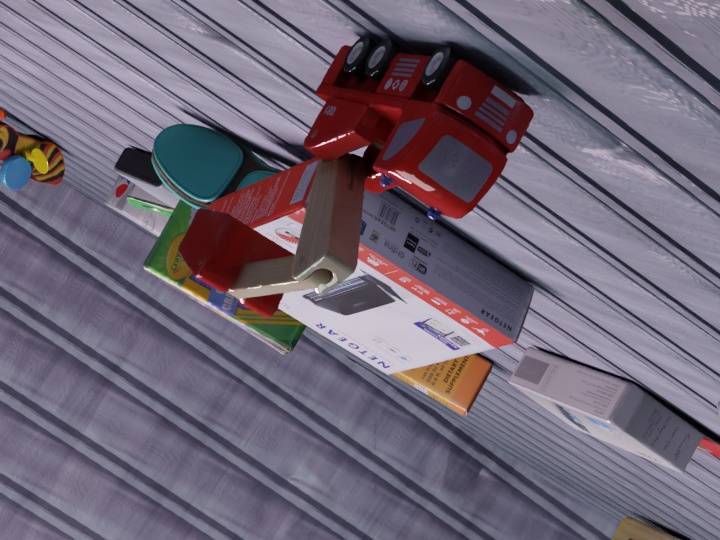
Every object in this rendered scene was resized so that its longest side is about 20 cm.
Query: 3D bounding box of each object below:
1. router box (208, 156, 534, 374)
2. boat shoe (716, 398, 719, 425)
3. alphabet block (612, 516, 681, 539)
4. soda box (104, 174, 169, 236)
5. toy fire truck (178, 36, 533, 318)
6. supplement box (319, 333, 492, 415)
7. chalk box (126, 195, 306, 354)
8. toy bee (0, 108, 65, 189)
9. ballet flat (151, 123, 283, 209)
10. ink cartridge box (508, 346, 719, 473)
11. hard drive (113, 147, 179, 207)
[{"bbox_3d":[0.000,0.000,1.612,0.199,0.049,0.179,32,155,-22],"label":"router box"},{"bbox_3d":[0.227,0.057,1.074,0.074,0.065,0.202,30,174,-8],"label":"boat shoe"},{"bbox_3d":[0.509,0.552,3.600,0.195,0.197,0.200,33,175,-17],"label":"alphabet block"},{"bbox_3d":[-0.187,-0.051,2.448,0.199,0.064,0.068,32,174,-27],"label":"soda box"},{"bbox_3d":[-0.007,-0.039,1.036,0.049,0.142,0.200,32,175,-25],"label":"toy fire truck"},{"bbox_3d":[0.048,0.086,2.431,0.199,0.067,0.069,29,175,8],"label":"supplement box"},{"bbox_3d":[-0.120,-0.026,1.973,0.199,0.124,0.124,31,176,-1],"label":"chalk box"},{"bbox_3d":[-0.472,-0.164,2.896,0.130,0.110,0.200,20,-163,18],"label":"toy bee"},{"bbox_3d":[-0.090,-0.058,1.735,0.199,0.067,0.071,25,158,39],"label":"ballet flat"},{"bbox_3d":[0.249,0.142,1.947,0.176,0.045,0.200,33,175,-22],"label":"ink cartridge box"},{"bbox_3d":[-0.159,-0.063,2.337,0.199,0.033,0.139,33,174,-29],"label":"hard drive"}]
